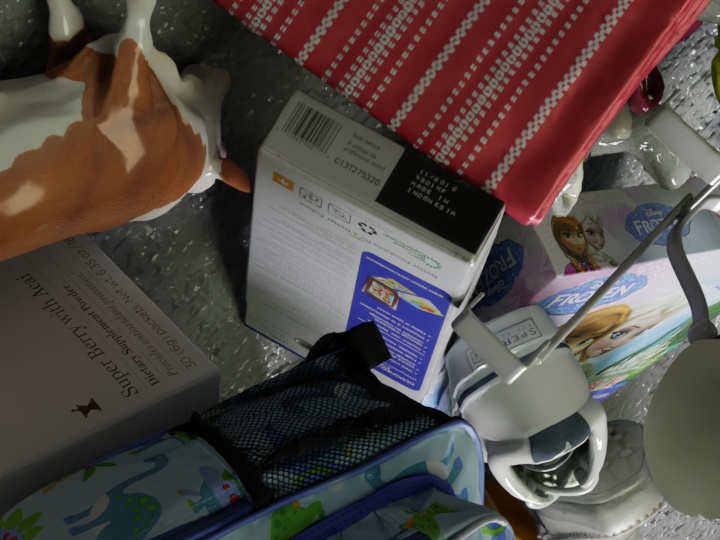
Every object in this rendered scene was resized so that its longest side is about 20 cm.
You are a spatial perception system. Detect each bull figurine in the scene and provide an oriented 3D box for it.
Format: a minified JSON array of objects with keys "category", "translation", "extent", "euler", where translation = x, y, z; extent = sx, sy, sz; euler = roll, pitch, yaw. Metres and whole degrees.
[{"category":"bull figurine","translation":[-0.119,-0.054,0.783],"extent":[0.199,0.065,0.122],"euler":[-28,133,-33]}]

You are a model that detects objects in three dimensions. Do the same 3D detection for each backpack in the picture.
[{"category":"backpack","translation":[-0.040,0.145,0.758],"extent":[0.199,0.147,0.184],"euler":[-19,120,-29]}]

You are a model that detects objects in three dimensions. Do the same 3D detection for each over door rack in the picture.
[{"category":"over door rack","translation":[0.147,-0.023,0.837],"extent":[0.200,0.067,0.148],"euler":[-23,161,-46]}]

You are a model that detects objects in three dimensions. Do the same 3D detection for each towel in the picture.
[{"category":"towel","translation":[0.030,-0.128,0.791],"extent":[0.145,0.200,0.022],"euler":[-54,-176,7]}]

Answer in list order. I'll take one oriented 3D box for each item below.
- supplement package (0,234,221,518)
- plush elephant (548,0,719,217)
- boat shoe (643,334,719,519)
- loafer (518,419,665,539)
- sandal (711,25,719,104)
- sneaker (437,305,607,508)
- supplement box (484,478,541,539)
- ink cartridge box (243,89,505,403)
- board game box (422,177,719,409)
[{"category":"supplement package","translation":[-0.166,0.088,0.814],"extent":[0.199,0.121,0.120],"euler":[-26,138,-28]},{"category":"plush elephant","translation":[0.101,-0.097,0.894],"extent":[0.199,0.165,0.156],"euler":[6,109,-17]},{"category":"boat shoe","translation":[0.182,0.041,0.845],"extent":[0.063,0.074,0.202],"euler":[-13,155,-32]},{"category":"loafer","translation":[0.121,0.117,1.066],"extent":[0.070,0.070,0.200],"euler":[-27,-178,-3]},{"category":"sandal","translation":[0.208,-0.172,1.016],"extent":[0.087,0.079,0.201],"euler":[-61,159,-57]},{"category":"sneaker","translation":[0.076,0.075,0.951],"extent":[0.073,0.071,0.200],"euler":[-25,165,4]},{"category":"supplement box","translation":[0.070,0.234,1.191],"extent":[0.126,0.074,0.201],"euler":[28,104,-23]},{"category":"ink cartridge box","translation":[0.000,0.000,0.881],"extent":[0.037,0.094,0.200],"euler":[-59,173,-23]},{"category":"board game box","translation":[0.097,0.023,1.022],"extent":[0.199,0.041,0.199],"euler":[-9,156,-40]}]
